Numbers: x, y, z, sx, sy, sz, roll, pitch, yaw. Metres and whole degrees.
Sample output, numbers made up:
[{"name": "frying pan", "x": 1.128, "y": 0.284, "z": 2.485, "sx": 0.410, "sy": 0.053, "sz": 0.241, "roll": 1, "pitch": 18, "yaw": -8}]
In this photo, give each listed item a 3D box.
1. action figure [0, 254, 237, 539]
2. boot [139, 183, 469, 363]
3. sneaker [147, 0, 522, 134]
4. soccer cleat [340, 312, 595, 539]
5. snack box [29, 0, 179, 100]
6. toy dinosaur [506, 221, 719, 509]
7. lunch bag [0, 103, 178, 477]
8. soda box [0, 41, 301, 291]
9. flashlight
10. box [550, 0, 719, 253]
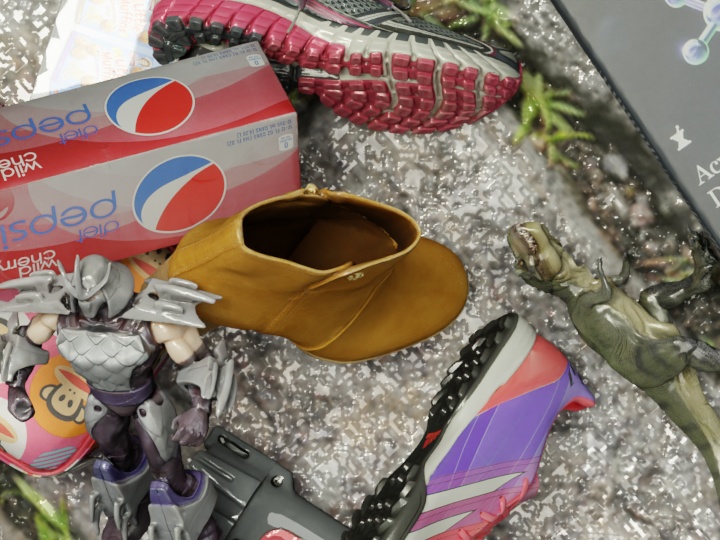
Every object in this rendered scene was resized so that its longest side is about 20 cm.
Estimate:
[{"name": "action figure", "x": -0.115, "y": 0.068, "z": 1.484, "sx": 0.129, "sy": 0.069, "sz": 0.201, "roll": 13, "pitch": 136, "yaw": 26}, {"name": "boot", "x": -0.001, "y": -0.001, "z": 1.503, "sx": 0.200, "sy": 0.144, "sz": 0.071, "roll": -2, "pitch": 78, "yaw": -30}, {"name": "sneaker", "x": -0.008, "y": -0.129, "z": 1.563, "sx": 0.199, "sy": 0.081, "sz": 0.075, "roll": 16, "pitch": 62, "yaw": -12}, {"name": "soccer cleat", "x": 0.051, "y": 0.118, "z": 1.553, "sx": 0.073, "sy": 0.068, "sz": 0.201, "roll": 39, "pitch": 68, "yaw": -12}, {"name": "snack box", "x": -0.113, "y": -0.171, "z": 1.599, "sx": 0.071, "sy": 0.024, "sz": 0.201, "roll": 18, "pitch": 93, "yaw": 1}, {"name": "toy dinosaur", "x": 0.164, "y": 0.036, "z": 1.579, "sx": 0.088, "sy": 0.047, "sz": 0.200, "roll": -39, "pitch": 90, "yaw": 19}, {"name": "lunch bag", "x": -0.200, "y": 0.015, "z": 1.582, "sx": 0.200, "sy": 0.082, "sz": 0.177, "roll": 36, "pitch": 94, "yaw": 1}, {"name": "soda box", "x": -0.132, "y": -0.048, "z": 1.496, "sx": 0.199, "sy": 0.064, "sz": 0.070, "roll": -16, "pitch": 135, "yaw": -13}, {"name": "flashlight", "x": -0.014, "y": 0.169, "z": 1.586, "sx": 0.199, "sy": 0.068, "sz": 0.068, "roll": 31, "pitch": 128, "yaw": 4}, {"name": "box", "x": 0.203, "y": -0.114, "z": 1.540, "sx": 0.148, "sy": 0.107, "sz": 0.201, "roll": -35, "pitch": 89, "yaw": 5}]
